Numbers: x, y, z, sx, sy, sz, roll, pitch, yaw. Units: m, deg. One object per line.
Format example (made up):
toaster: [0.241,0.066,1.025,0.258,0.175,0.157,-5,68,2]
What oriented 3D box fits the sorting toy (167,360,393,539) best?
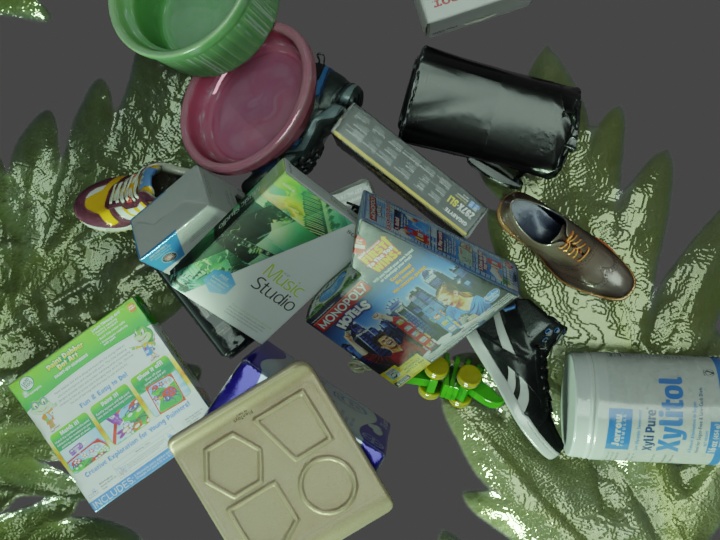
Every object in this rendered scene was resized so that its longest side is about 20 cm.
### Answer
sorting toy: [-0.088,0.225,1.282,0.185,0.036,0.200,-31,95,4]

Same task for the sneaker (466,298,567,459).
sneaker: [0.220,0.121,1.413,0.112,0.073,0.200,-33,80,9]

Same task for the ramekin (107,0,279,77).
ramekin: [-0.195,-0.332,1.393,0.199,0.098,0.201,-7,73,23]

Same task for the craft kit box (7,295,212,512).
craft kit box: [-0.309,0.168,1.466,0.200,0.049,0.198,-34,92,2]

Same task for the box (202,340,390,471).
box: [-0.073,0.189,1.385,0.200,0.184,0.105,33,94,1]

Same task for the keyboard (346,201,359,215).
keyboard: [0.037,-0.025,1.379,0.199,0.040,0.104,12,113,-2]

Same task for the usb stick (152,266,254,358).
usb stick: [-0.209,0.021,1.464,0.055,0.033,0.200,-38,89,-5]

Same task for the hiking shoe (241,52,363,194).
hiking shoe: [-0.086,-0.171,1.444,0.087,0.074,0.200,41,85,12]

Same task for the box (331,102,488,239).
box: [0.058,-0.115,1.387,0.200,0.160,0.049,38,93,0]

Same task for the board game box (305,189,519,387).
board game box: [0.040,0.012,1.313,0.200,0.062,0.200,38,120,-22]

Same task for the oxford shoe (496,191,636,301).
oxford shoe: [0.255,-0.026,1.424,0.200,0.073,0.071,33,92,1]

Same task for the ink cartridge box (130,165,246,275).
ink cartridge box: [-0.165,-0.034,1.399,0.116,0.200,0.068,-36,53,20]

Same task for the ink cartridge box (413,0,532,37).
ink cartridge box: [0.119,-0.409,1.418,0.146,0.083,0.201,-18,90,2]

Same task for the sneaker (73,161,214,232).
sneaker: [-0.268,-0.098,1.419,0.199,0.090,0.075,-5,67,10]

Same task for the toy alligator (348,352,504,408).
toy alligator: [0.086,0.123,1.446,0.199,0.059,0.054,15,52,2]

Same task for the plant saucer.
plant saucer: [-0.130,-0.205,1.408,0.200,0.051,0.201,-14,63,29]

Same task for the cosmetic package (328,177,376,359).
cosmetic package: [0.000,0.000,1.429,0.107,0.090,0.200,-24,87,-1]

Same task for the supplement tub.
supplement tub: [0.350,0.166,1.395,0.199,0.132,0.132,1,91,2]

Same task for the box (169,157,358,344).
box: [-0.102,-0.018,1.331,0.144,0.036,0.200,35,111,-30]

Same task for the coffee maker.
coffee maker: [0.152,-0.193,1.366,0.199,0.192,0.135,14,78,0]
